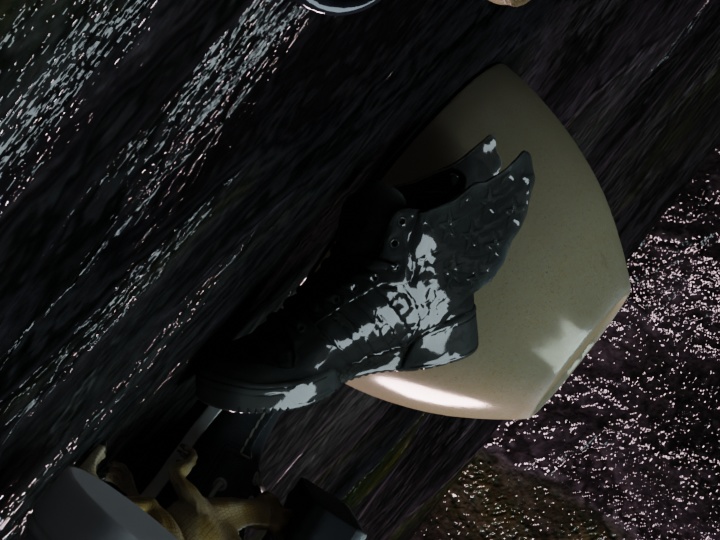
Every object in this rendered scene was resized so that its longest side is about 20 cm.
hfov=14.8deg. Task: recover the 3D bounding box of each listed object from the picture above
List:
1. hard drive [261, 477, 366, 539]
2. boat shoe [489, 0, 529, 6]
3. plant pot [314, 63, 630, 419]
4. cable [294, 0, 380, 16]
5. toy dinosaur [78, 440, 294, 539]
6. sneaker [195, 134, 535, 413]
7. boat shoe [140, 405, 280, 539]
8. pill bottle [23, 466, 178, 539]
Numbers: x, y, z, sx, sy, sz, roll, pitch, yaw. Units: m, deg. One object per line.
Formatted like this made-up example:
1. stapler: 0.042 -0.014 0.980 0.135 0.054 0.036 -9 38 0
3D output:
1. hard drive: -0.067 0.202 1.383 0.200 0.033 0.140 -58 -175 -1
2. boat shoe: 0.090 -0.160 1.161 0.074 0.066 0.200 -48 171 -21
3. plant pot: 0.070 0.005 1.534 0.200 0.134 0.200 -50 171 -11
4. cable: 0.045 -0.162 0.963 0.163 0.051 0.200 -56 171 30
5. toy dinosaur: -0.095 0.132 1.279 0.200 0.101 0.058 -46 167 -52
6. sneaker: 0.002 0.001 1.388 0.199 0.060 0.105 -13 112 -33
7. boat shoe: -0.086 0.125 1.451 0.200 0.060 0.076 -49 172 -15
8. pill bottle: -0.153 0.186 1.167 0.200 0.111 0.111 -52 172 1
